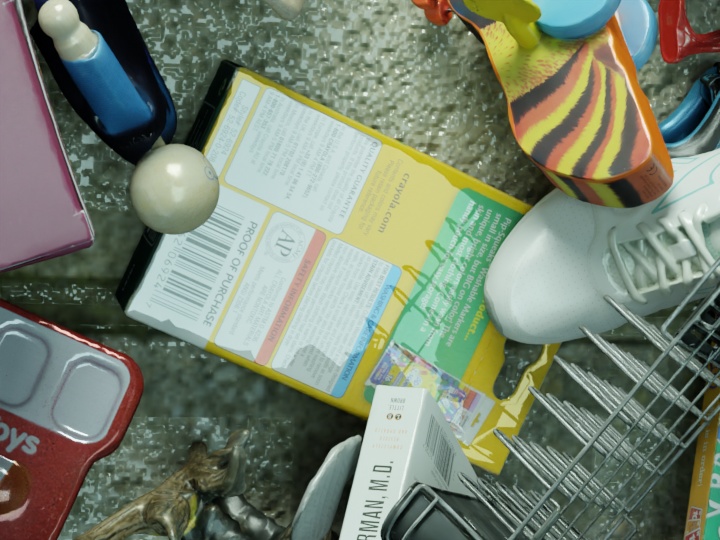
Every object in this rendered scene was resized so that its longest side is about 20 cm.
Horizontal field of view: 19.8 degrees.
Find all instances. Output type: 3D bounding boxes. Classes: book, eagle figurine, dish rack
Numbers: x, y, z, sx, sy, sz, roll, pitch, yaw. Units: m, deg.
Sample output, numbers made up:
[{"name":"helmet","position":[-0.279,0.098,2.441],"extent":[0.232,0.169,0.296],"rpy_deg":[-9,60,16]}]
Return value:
[{"name":"book","position":[0.018,0.172,0.930],"extent":[0.048,0.134,0.201],"rpy_deg":[1,57,22]},{"name":"eagle figurine","position":[-0.040,0.178,0.968],"extent":[0.151,0.151,0.201],"rpy_deg":[-31,94,-17]},{"name":"dish rack","position":[0.111,0.063,0.894],"extent":[0.055,0.153,0.200],"rpy_deg":[43,97,22]}]

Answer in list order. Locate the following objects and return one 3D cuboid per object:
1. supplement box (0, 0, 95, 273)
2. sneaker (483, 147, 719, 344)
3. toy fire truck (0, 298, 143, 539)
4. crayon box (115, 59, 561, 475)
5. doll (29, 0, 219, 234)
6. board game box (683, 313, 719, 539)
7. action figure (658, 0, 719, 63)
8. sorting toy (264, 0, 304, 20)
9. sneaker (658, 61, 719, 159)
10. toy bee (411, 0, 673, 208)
[{"name":"supplement box","position":[-0.173,-0.066,0.850],"extent":[0.085,0.200,0.111],"rpy_deg":[-18,104,-9]},{"name":"sneaker","position":[0.149,-0.020,0.938],"extent":[0.199,0.080,0.071],"rpy_deg":[-24,103,2]},{"name":"toy fire truck","position":[-0.215,0.075,0.910],"extent":[0.199,0.112,0.169],"rpy_deg":[25,75,0]},{"name":"crayon box","position":[0.000,0.000,0.980],"extent":[0.199,0.052,0.126],"rpy_deg":[25,93,-15]},{"name":"doll","position":[-0.119,-0.107,0.894],"extent":[0.048,0.136,0.201],"rpy_deg":[-25,90,0]},{"name":"board game box","position":[0.214,0.079,1.019],"extent":[0.095,0.030,0.201],"rpy_deg":[16,71,-17]},{"name":"action figure","position":[0.229,-0.123,0.981],"extent":[0.199,0.065,0.052],"rpy_deg":[-9,106,-40]},{"name":"sorting toy","position":[-0.096,-0.213,0.883],"extent":[0.199,0.036,0.186],"rpy_deg":[28,50,-18]},{"name":"sneaker","position":[0.208,-0.069,1.004],"extent":[0.199,0.073,0.082],"rpy_deg":[-26,103,-8]},{"name":"toy bee","position":[0.082,-0.113,0.957],"extent":[0.108,0.201,0.131],"rpy_deg":[-16,133,22]}]
